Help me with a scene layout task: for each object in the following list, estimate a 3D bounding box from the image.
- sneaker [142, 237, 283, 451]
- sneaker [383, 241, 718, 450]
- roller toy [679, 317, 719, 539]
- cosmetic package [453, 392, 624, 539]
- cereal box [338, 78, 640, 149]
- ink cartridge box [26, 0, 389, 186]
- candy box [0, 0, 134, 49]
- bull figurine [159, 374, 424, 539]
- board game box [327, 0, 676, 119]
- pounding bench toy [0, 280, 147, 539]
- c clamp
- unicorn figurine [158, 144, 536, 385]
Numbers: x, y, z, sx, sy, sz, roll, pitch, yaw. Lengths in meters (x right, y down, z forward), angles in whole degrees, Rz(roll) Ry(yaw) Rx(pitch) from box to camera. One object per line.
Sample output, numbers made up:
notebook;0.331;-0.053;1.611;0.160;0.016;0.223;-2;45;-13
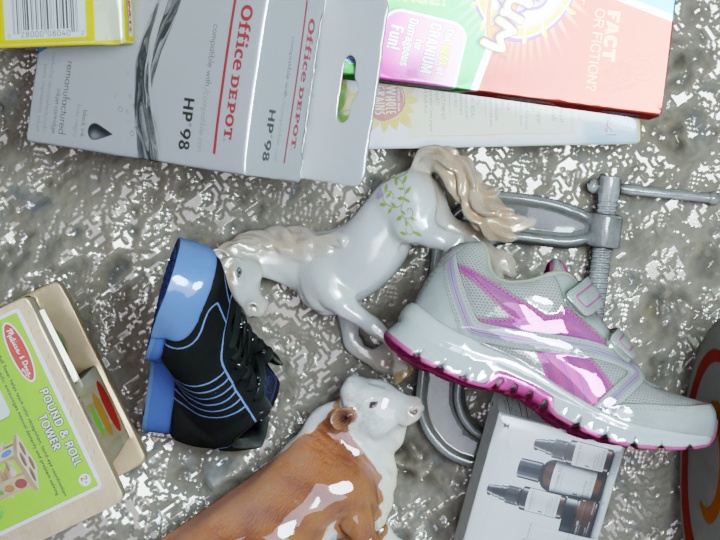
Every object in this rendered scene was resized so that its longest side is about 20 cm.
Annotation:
sneaker;-0.082;0.047;1.106;0.077;0.200;0.071;13;63;-1
sneaker;0.118;0.043;1.086;0.199;0.081;0.089;24;85;-6
roller toy;0.273;0.115;1.114;0.139;0.200;0.184;3;74;-3
cosmetic package;0.095;0.183;1.168;0.082;0.051;0.201;14;102;0
cereal box;0.071;-0.147;1.164;0.198;0.040;0.145;-1;93;-2
ink cartridge box;-0.091;-0.118;1.102;0.199;0.067;0.117;10;94;29
candy box;-0.228;-0.177;1.091;0.198;0.026;0.103;0;92;11
bull figurine;-0.031;0.156;1.168;0.199;0.065;0.122;-35;91;2
board game box;0.087;-0.178;1.122;0.198;0.040;0.154;7;92;-2
pounding bench toy;-0.227;0.057;1.111;0.124;0.156;0.201;-26;94;1
c clamp;0.121;0.032;1.183;0.170;0.027;0.202;12;94;-2
unicorn figurine;0.000;0.000;1.159;0.200;0.074;0.138;-41;86;-1
